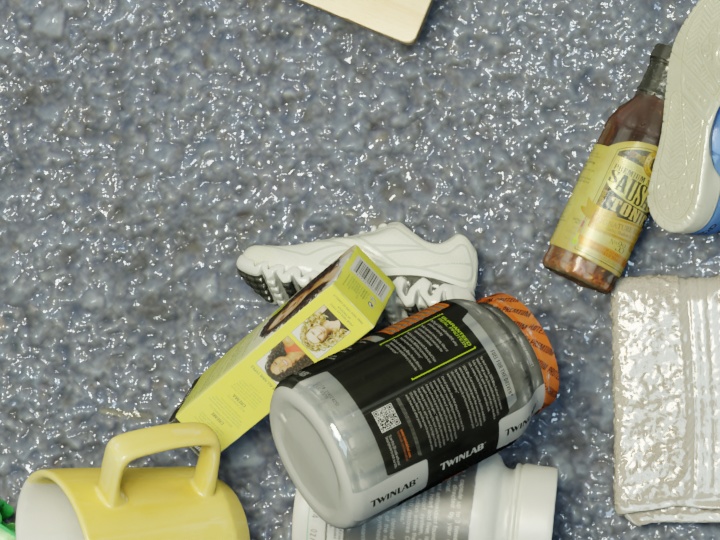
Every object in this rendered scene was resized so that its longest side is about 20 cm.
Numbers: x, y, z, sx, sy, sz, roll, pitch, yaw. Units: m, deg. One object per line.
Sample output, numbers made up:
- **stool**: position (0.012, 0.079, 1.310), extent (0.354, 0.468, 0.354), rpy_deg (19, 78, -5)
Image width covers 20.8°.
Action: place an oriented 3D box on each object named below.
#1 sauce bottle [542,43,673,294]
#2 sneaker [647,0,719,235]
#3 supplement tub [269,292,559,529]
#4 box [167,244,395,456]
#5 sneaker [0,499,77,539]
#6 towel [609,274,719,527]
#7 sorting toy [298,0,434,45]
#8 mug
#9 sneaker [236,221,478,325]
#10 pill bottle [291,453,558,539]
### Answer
- **sauce bottle**: position (0.211, -0.082, 1.554), extent (0.066, 0.066, 0.201), rpy_deg (23, 90, 6)
- **sneaker**: position (0.295, -0.124, 1.524), extent (0.077, 0.111, 0.201), rpy_deg (20, 102, 45)
- **supplement tub**: position (0.042, 0.099, 1.461), extent (0.199, 0.122, 0.123), rpy_deg (-25, 85, -24)
- **box**: position (-0.063, 0.066, 1.530), extent (0.050, 0.075, 0.200), rpy_deg (45, 118, -8)
- **sneaker**: position (-0.316, 0.225, 1.594), extent (0.199, 0.074, 0.084), rpy_deg (9, 91, -3)
- **towel**: position (0.264, 0.102, 1.558), extent (0.132, 0.034, 0.202), rpy_deg (-2, 88, 5)
- **sorting toy**: position (-0.009, -0.306, 1.581), extent (0.199, 0.070, 0.200), rpy_deg (23, 91, 6)
- **mug**: position (-0.162, 0.212, 1.513), extent (0.152, 0.186, 0.150), rpy_deg (-7, 74, -32)
- **sneaker**: position (0.000, 0.000, 1.577), extent (0.199, 0.075, 0.082), rpy_deg (8, 65, 11)
- **pill bottle**: position (0.052, 0.190, 1.536), extent (0.199, 0.113, 0.114), rpy_deg (6, 89, 6)
